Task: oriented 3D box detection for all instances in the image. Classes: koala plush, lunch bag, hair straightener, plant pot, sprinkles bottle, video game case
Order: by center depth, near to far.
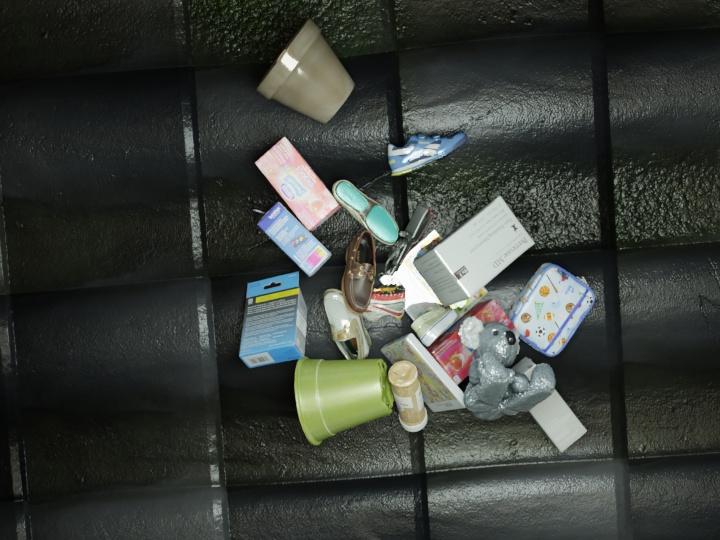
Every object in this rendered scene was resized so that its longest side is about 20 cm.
[{"bbox_3d":[0.289,0.195,1.497,0.174,0.185,0.203,12,50,-19],"label":"koala plush"},{"bbox_3d":[-0.029,0.276,1.583,0.187,0.200,0.204,-13,92,12],"label":"plant pot"},{"bbox_3d":[-0.113,-0.435,1.591,0.173,0.200,0.201,38,93,-16],"label":"plant pot"},{"bbox_3d":[0.143,0.238,1.600,0.023,0.182,0.201,-41,91,-22],"label":"video game case"},{"bbox_3d":[0.110,0.290,1.605,0.067,0.069,0.202,-14,136,1],"label":"sprinkles bottle"},{"bbox_3d":[0.097,-0.071,1.636,0.041,0.077,0.201,34,88,33],"label":"hair straightener"},{"bbox_3d":[0.452,0.090,1.647,0.159,0.076,0.201,35,93,-3],"label":"lunch bag"},{"bbox_3d":[0.174,0.036,1.675,0.182,0.023,0.201,-41,90,2],"label":"video game case"}]

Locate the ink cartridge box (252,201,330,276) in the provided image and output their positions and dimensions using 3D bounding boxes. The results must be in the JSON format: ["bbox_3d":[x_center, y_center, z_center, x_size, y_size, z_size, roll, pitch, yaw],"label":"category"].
[{"bbox_3d":[-0.161,-0.082,1.619,0.076,0.136,0.200,-44,91,-1],"label":"ink cartridge box"}]

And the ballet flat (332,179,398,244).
[{"bbox_3d":[0.013,-0.140,1.653,0.200,0.062,0.068,45,82,-7],"label":"ballet flat"}]

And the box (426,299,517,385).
[{"bbox_3d":[0.249,0.166,1.616,0.199,0.100,0.096,-38,91,-13],"label":"box"}]

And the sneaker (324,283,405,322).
[{"bbox_3d":[0.011,0.087,1.650,0.196,0.078,0.084,-3,111,13],"label":"sneaker"}]

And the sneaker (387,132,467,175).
[{"bbox_3d":[0.153,-0.289,1.638,0.197,0.074,0.084,-21,90,1],"label":"sneaker"}]

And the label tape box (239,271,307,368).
[{"bbox_3d":[-0.199,0.115,1.636,0.142,0.064,0.203,-12,51,16],"label":"label tape box"}]

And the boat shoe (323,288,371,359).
[{"bbox_3d":[-0.032,0.133,1.612,0.074,0.069,0.202,-12,125,28],"label":"boat shoe"}]

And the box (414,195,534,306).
[{"bbox_3d":[0.248,-0.037,1.562,0.198,0.200,0.131,-38,89,-12],"label":"box"}]

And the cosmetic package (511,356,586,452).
[{"bbox_3d":[0.427,0.310,1.639,0.090,0.107,0.201,-41,89,3],"label":"cosmetic package"}]

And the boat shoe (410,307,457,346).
[{"bbox_3d":[0.168,0.110,1.570,0.062,0.200,0.072,47,110,7],"label":"boat shoe"}]

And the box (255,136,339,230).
[{"bbox_3d":[-0.143,-0.198,1.631,0.094,0.103,0.201,-39,92,2],"label":"box"}]

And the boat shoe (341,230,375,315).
[{"bbox_3d":[0.000,0.000,1.595,0.069,0.070,0.203,16,54,-26],"label":"boat shoe"}]
